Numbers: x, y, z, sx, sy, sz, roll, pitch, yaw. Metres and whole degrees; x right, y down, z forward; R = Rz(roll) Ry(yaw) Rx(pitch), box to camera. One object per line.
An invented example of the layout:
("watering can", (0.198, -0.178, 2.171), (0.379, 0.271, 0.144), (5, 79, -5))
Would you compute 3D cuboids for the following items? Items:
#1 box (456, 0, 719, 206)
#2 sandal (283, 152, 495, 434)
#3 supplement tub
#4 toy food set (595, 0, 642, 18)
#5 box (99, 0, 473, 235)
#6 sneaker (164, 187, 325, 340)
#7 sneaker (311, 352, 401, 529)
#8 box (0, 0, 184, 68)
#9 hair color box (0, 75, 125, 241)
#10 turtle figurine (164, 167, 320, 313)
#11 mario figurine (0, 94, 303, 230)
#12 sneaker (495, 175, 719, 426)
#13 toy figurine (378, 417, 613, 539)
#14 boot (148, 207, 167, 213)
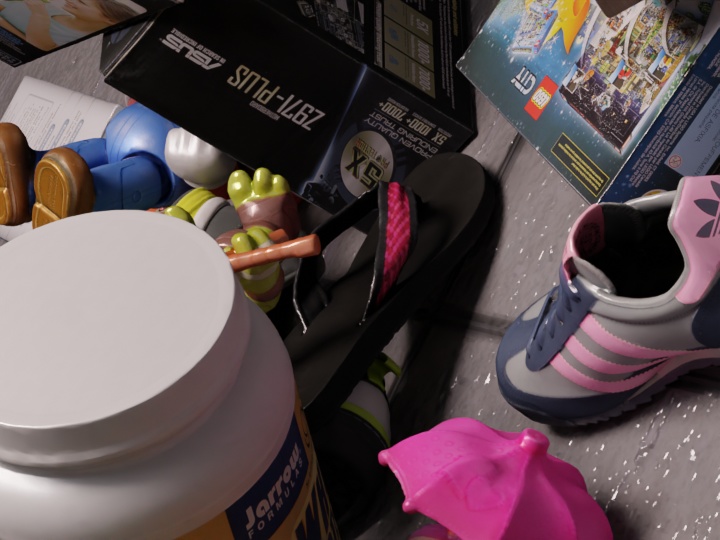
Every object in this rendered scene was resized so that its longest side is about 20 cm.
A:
("box", (0.119, -0.106, 1.254), (0.137, 0.038, 0.200), (-56, 24, 10))
("sandal", (0.000, 0.000, 1.303), (0.075, 0.045, 0.200), (-21, 23, 42))
("supplement tub", (-0.086, 0.090, 1.172), (0.143, 0.201, 0.145), (-9, 41, 7))
("toy food set", (0.140, -0.188, 1.200), (0.143, 0.061, 0.200), (-28, 26, 11))
("box", (-0.034, -0.141, 1.450), (0.086, 0.163, 0.201), (-45, 29, 32))
("sneaker", (-0.071, 0.064, 1.403), (0.074, 0.084, 0.201), (4, -83, -71))
("sneaker", (-0.053, 0.099, 1.345), (0.199, 0.072, 0.083), (-29, 29, 32))
("box", (-0.129, -0.173, 1.397), (0.200, 0.060, 0.117), (-8, 56, 61))
("hair color box", (-0.174, -0.053, 1.763), (0.099, 0.060, 0.200), (-62, 23, -3))
("turtle figurine", (-0.070, 0.018, 1.293), (0.200, 0.064, 0.162), (-38, 16, 29))
("mario figurine", (-0.095, -0.079, 1.484), (0.124, 0.199, 0.106), (54, 137, 20))
("sneaker", (0.098, 0.004, 1.116), (0.200, 0.082, 0.071), (-26, 41, 53))
("toy figurine", (0.020, 0.145, 1.109), (0.184, 0.150, 0.200), (-54, -4, -19))
("boot", (-0.099, -0.004, 1.544), (0.200, 0.075, 0.108), (-15, 44, 60))
